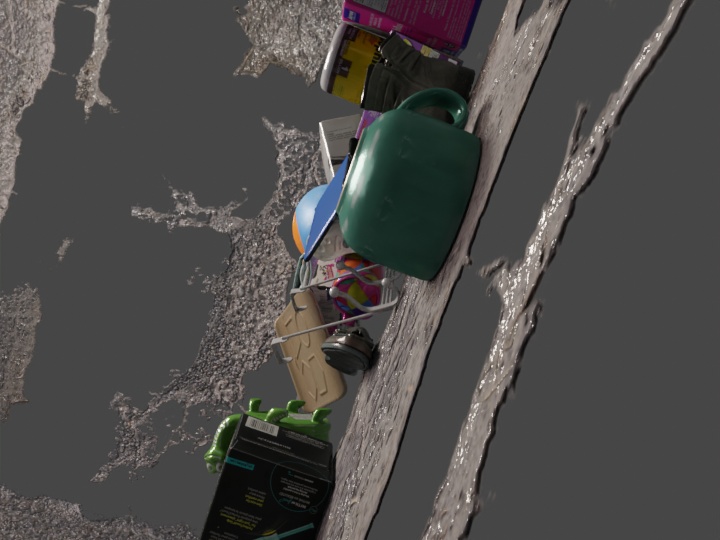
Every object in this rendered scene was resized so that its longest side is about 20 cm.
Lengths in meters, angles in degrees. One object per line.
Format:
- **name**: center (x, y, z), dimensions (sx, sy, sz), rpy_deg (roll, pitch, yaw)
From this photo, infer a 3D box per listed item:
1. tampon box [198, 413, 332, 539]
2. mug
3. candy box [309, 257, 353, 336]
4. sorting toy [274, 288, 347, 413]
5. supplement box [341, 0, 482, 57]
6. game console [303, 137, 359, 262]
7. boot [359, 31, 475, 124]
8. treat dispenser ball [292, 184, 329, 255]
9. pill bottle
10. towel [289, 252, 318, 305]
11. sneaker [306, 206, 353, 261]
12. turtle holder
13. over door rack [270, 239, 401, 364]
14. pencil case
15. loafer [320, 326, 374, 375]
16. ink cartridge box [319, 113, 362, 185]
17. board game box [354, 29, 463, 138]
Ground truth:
- **tampon box**: center (-0.135, 0.334, 0.973), dimensions (0.126, 0.146, 0.205), rpy_deg (-100, 30, -81)
- **mug**: center (0.043, -0.091, 0.719), dimensions (0.187, 0.112, 0.154), rpy_deg (-77, 7, -52)
- **candy box**: center (-0.050, 0.067, 1.276), dimensions (0.138, 0.059, 0.204), rpy_deg (-75, -12, -52)
- **sorting toy**: center (-0.085, 0.143, 1.215), dimensions (0.189, 0.036, 0.200), rpy_deg (69, 154, 11)
- **supplement box**: center (0.078, -0.409, 1.071), dimensions (0.101, 0.195, 0.106), rpy_deg (-132, 62, -86)
- **game console**: center (0.011, -0.101, 0.988), dimensions (0.201, 0.166, 0.121), rpy_deg (-85, -3, -62)
- **boot**: center (0.054, -0.181, 0.858), dimensions (0.068, 0.128, 0.205), rpy_deg (123, 165, -74)
- **treat dispenser ball**: center (-0.068, -0.107, 1.711), dimensions (0.201, 0.196, 0.206), rpy_deg (-161, 90, -86)
- **pill bottle**: center (0.041, -0.310, 1.130), dimensions (0.109, 0.195, 0.112), rpy_deg (-161, 91, -86)
- **towel**: center (-0.062, 0.029, 1.398), dimensions (0.169, 0.048, 0.203), rpy_deg (-21, -40, -41)
- **sneaker**: center (0.012, -0.094, 1.101), dimensions (0.197, 0.081, 0.147), rpy_deg (-16, 29, 40)
- **turtle holder**: center (-0.131, 0.275, 1.084), dimensions (0.184, 0.138, 0.136), rpy_deg (9, -95, -53)
- **over door rack**: center (-0.035, 0.027, 0.951), dimensions (0.197, 0.067, 0.149), rpy_deg (-28, 21, 20)
- **pencil case**: center (0.000, 0.000, 1.136), dimensions (0.201, 0.086, 0.090), rpy_deg (-75, 6, -60)
- **loafer**: center (-0.016, 0.103, 0.992), dimensions (0.200, 0.070, 0.064), rpy_deg (116, 179, -75)
- **ink cartridge box**: center (-0.015, -0.160, 1.294), dimensions (0.145, 0.081, 0.205), rpy_deg (91, 165, -68)
- **board game box**: center (0.065, -0.241, 1.062), dimensions (0.032, 0.118, 0.204), rpy_deg (-39, -27, -63)
